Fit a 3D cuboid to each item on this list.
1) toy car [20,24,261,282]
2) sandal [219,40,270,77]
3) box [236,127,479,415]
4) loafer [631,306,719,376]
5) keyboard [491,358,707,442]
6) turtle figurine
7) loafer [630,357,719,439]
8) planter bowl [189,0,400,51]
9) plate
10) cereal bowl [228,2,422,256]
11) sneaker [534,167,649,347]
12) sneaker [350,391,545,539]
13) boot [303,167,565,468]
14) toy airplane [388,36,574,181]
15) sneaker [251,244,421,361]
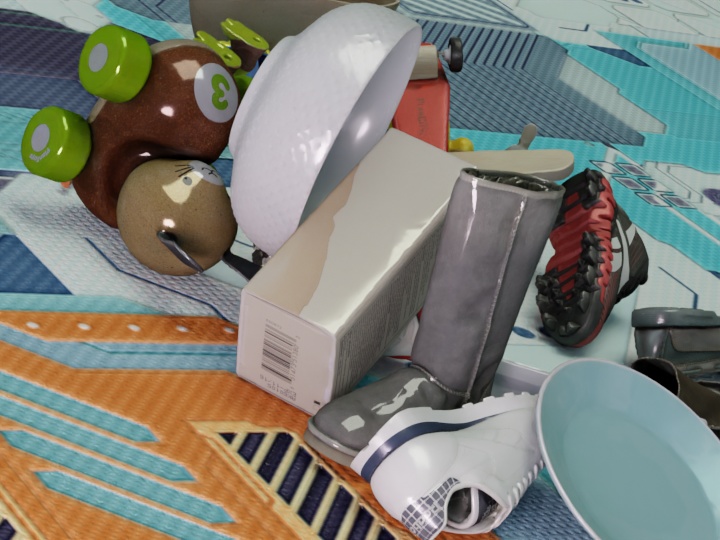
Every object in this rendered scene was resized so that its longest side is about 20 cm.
[{"bbox_3d":[-0.129,-0.061,1.783,0.164,0.158,0.200,18,29,-43],"label":"toy car"},{"bbox_3d":[-0.074,-0.149,2.149,0.199,0.080,0.087,10,26,-21],"label":"sandal"},{"bbox_3d":[0.000,0.000,1.680,0.078,0.095,0.200,26,48,18],"label":"box"},{"bbox_3d":[0.295,0.068,1.972,0.200,0.063,0.072,7,-8,-40],"label":"loafer"},{"bbox_3d":[0.143,0.105,1.701,0.199,0.056,0.011,17,2,3],"label":"keyboard"},{"bbox_3d":[-0.143,-0.119,1.922,0.064,0.161,0.200,47,33,19],"label":"turtle figurine"},{"bbox_3d":[0.227,0.102,1.773,0.073,0.072,0.200,35,25,35],"label":"loafer"},{"bbox_3d":[-0.077,-0.228,2.259,0.200,0.135,0.200,18,21,-7],"label":"planter bowl"},{"bbox_3d":[0.191,0.146,1.614,0.200,0.026,0.201,28,38,-24],"label":"plate"},{"bbox_3d":[-0.037,-0.107,1.718,0.083,0.201,0.200,28,21,8],"label":"cereal bowl"},{"bbox_3d":[0.197,0.004,1.990,0.098,0.071,0.201,47,30,-25],"label":"sneaker"},{"bbox_3d":[0.079,0.134,1.578,0.200,0.077,0.081,-8,49,-49],"label":"sneaker"},{"bbox_3d":[0.053,0.031,1.609,0.072,0.201,0.182,33,24,29],"label":"boot"},{"bbox_3d":[0.054,-0.087,2.052,0.200,0.141,0.199,37,63,21],"label":"toy airplane"},{"bbox_3d":[-0.010,0.012,1.820,0.085,0.077,0.200,26,14,-47],"label":"sneaker"}]
